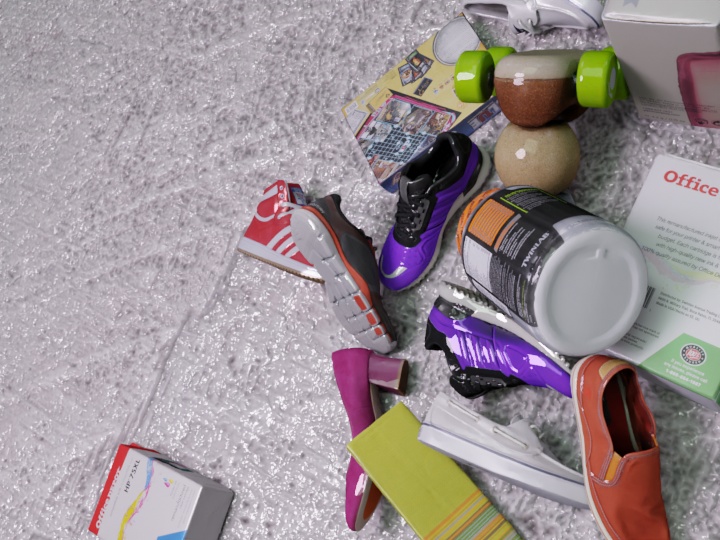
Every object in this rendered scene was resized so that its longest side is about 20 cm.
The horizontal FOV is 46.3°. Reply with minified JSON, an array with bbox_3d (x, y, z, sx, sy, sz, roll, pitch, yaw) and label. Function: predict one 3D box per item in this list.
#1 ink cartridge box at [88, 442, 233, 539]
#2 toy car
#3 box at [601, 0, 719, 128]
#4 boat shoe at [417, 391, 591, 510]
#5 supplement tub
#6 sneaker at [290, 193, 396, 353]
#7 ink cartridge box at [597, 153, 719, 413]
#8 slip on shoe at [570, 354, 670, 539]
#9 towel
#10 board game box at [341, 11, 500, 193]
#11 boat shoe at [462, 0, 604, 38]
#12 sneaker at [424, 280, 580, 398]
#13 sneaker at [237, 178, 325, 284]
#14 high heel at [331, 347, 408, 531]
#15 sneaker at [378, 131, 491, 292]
[{"bbox_3d":[-0.267,0.298,1.068,0.197,0.067,0.119,14,80,34],"label":"ink cartridge box"},{"bbox_3d":[0.198,-0.137,0.918,0.161,0.157,0.205,8,109,29],"label":"toy car"},{"bbox_3d":[0.325,-0.245,0.825,0.107,0.199,0.130,16,81,32],"label":"box"},{"bbox_3d":[0.156,0.179,0.847,0.197,0.072,0.067,18,76,27],"label":"boat shoe"},{"bbox_3d":[0.172,-0.010,0.807,0.123,0.122,0.200,-51,23,5],"label":"supplement tub"},{"bbox_3d":[0.000,0.000,0.974,0.082,0.203,0.076,-39,18,-32],"label":"sneaker"},{"bbox_3d":[0.318,0.010,0.808,0.143,0.084,0.203,24,87,35],"label":"ink cartridge box"},{"bbox_3d":[0.245,0.177,0.773,0.061,0.073,0.205,157,102,-70],"label":"slip on shoe"},{"bbox_3d":[0.076,0.234,0.872,0.085,0.018,0.200,-32,64,-25],"label":"towel"},{"bbox_3d":[0.083,-0.210,1.060,0.198,0.034,0.137,-35,58,16],"label":"board game box"},{"bbox_3d":[0.205,-0.312,1.009,0.199,0.073,0.066,35,97,45],"label":"boat shoe"},{"bbox_3d":[0.147,0.097,0.889,0.199,0.069,0.101,32,100,37],"label":"sneaker"},{"bbox_3d":[-0.069,-0.050,1.072,0.197,0.071,0.115,20,86,37],"label":"sneaker"},{"bbox_3d":[-0.010,0.187,0.953,0.094,0.068,0.203,5,61,22],"label":"high heel"},{"bbox_3d":[0.066,-0.076,0.979,0.069,0.099,0.203,33,94,35],"label":"sneaker"}]
